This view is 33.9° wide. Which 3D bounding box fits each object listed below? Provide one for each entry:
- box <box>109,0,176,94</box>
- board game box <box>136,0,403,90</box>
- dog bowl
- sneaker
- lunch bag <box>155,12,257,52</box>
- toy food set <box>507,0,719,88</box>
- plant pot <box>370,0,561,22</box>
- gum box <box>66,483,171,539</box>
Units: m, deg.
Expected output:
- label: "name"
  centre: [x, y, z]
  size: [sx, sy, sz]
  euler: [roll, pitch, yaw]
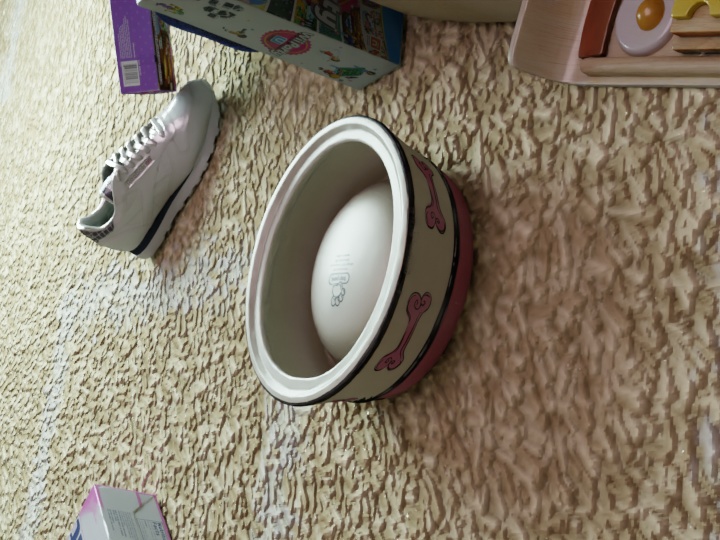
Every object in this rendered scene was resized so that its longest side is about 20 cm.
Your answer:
- label: "box"
  centre: [-0.207, -0.266, 1.101]
  size: [0.137, 0.039, 0.203]
  euler: [-108, 12, -81]
- label: "board game box"
  centre: [-0.061, -0.243, 0.903]
  size: [0.064, 0.198, 0.150]
  euler: [-21, 60, 53]
- label: "dog bowl"
  centre: [0.000, 0.000, 0.820]
  size: [0.199, 0.073, 0.203]
  euler: [-29, 53, 48]
- label: "sneaker"
  centre: [-0.210, -0.105, 1.185]
  size: [0.201, 0.080, 0.076]
  euler: [-60, 32, 15]
- label: "lunch bag"
  centre: [-0.098, -0.314, 1.051]
  size: [0.200, 0.135, 0.134]
  euler: [-43, 44, 40]
- label: "toy food set"
  centre: [0.168, -0.179, 0.652]
  size: [0.199, 0.060, 0.145]
  euler: [16, 89, 59]
- label: "plant pot"
  centre: [0.028, -0.277, 0.803]
  size: [0.177, 0.198, 0.202]
  euler: [-6, 71, 67]
- label: "gum box"
  centre: [-0.207, 0.288, 1.014]
  size: [0.114, 0.066, 0.200]
  euler: [-60, 34, 18]
